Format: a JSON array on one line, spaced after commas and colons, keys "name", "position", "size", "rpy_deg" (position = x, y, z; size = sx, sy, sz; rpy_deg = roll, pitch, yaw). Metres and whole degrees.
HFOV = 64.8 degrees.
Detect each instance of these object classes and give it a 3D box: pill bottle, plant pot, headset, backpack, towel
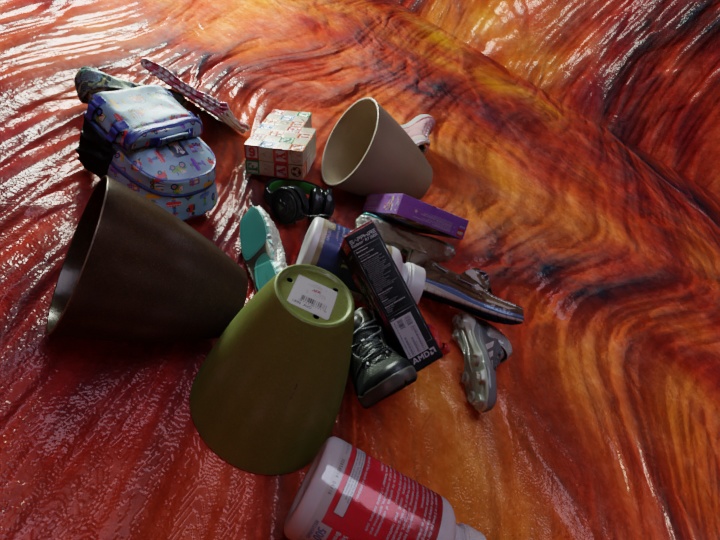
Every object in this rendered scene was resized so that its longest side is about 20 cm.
[{"name": "pill bottle", "position": [0.000, 0.000, 0.909], "size": [0.197, 0.112, 0.112], "rpy_deg": [21, 36, -11]}, {"name": "plant pot", "position": [-0.247, 0.012, 0.698], "size": [0.198, 0.187, 0.188], "rpy_deg": [22, 34, -33]}, {"name": "headset", "position": [-0.102, -0.104, 1.023], "size": [0.122, 0.095, 0.200], "rpy_deg": [-4, 31, -31]}, {"name": "backpack", "position": [-0.316, -0.176, 0.893], "size": [0.200, 0.135, 0.182], "rpy_deg": [44, 39, 16]}, {"name": "pill bottle", "position": [0.028, 0.272, 0.600], "size": [0.198, 0.113, 0.113], "rpy_deg": [29, 36, 0]}, {"name": "towel", "position": [-0.320, -0.344, 1.121], "size": [0.198, 0.030, 0.146], "rpy_deg": [33, 3, 6]}, {"name": "plant pot", "position": [-0.084, 0.098, 0.659], "size": [0.184, 0.201, 0.189], "rpy_deg": [18, 37, -14]}, {"name": "plant pot", "position": [0.051, -0.223, 1.178], "size": [0.198, 0.188, 0.189], "rpy_deg": [23, 33, -32]}]

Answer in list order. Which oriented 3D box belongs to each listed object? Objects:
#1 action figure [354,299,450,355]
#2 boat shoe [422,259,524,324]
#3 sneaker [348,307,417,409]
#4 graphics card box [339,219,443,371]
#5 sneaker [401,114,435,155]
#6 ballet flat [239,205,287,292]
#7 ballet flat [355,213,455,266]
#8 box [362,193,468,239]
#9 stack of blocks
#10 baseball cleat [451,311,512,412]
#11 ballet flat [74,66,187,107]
[{"name": "action figure", "position": [0.059, 0.098, 0.887], "size": [0.197, 0.052, 0.066], "rpy_deg": [20, 42, -21]}, {"name": "boat shoe", "position": [0.191, 0.033, 0.975], "size": [0.197, 0.073, 0.072], "rpy_deg": [20, -11, 17]}, {"name": "sneaker", "position": [0.010, 0.106, 0.713], "size": [0.075, 0.199, 0.116], "rpy_deg": [-26, 86, -8]}, {"name": "graphics card box", "position": [0.037, 0.039, 0.785], "size": [0.050, 0.125, 0.202], "rpy_deg": [-28, 88, -8]}, {"name": "sneaker", "position": [0.149, -0.329, 1.436], "size": [0.104, 0.076, 0.199], "rpy_deg": [39, 45, 22]}, {"name": "ballet flat", "position": [-0.143, -0.013, 0.885], "size": [0.071, 0.072, 0.202], "rpy_deg": [5, 44, -29]}, {"name": "ballet flat", "position": [0.077, -0.041, 1.052], "size": [0.197, 0.072, 0.072], "rpy_deg": [20, 36, -9]}, {"name": "box", "position": [0.096, -0.103, 1.065], "size": [0.135, 0.040, 0.200], "rpy_deg": [20, 1, -18]}, {"name": "stack of blocks", "position": [-0.146, -0.255, 1.131], "size": [0.113, 0.059, 0.201], "rpy_deg": [7, 35, 5]}, {"name": "baseball cleat", "position": [0.208, 0.144, 0.913], "size": [0.105, 0.070, 0.202], "rpy_deg": [16, 39, -17]}, {"name": "ballet flat", "position": [-0.423, -0.312, 1.052], "size": [0.197, 0.075, 0.075], "rpy_deg": [7, 41, -29]}]
